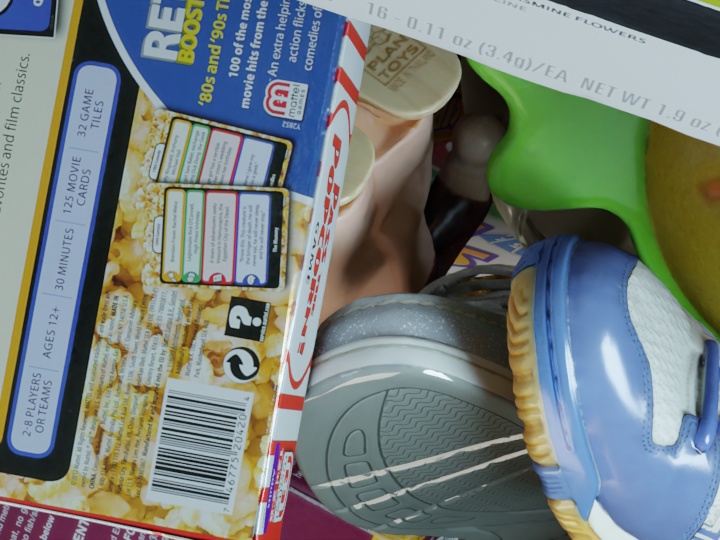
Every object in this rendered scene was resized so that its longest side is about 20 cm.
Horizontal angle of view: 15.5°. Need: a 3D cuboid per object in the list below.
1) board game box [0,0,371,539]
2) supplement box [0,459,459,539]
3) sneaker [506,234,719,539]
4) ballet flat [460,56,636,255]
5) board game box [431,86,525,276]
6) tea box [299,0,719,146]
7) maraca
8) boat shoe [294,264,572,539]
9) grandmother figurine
[{"bbox_3d":[-0.106,-0.023,0.647,0.200,0.152,0.046,11,177,6],"label":"board game box"},{"bbox_3d":[-0.068,0.064,0.899,0.200,0.086,0.110,27,-159,13],"label":"supplement box"},{"bbox_3d":[0.110,0.054,0.691,0.088,0.075,0.200,-12,136,30],"label":"sneaker"},{"bbox_3d":[0.087,-0.007,0.782,0.200,0.069,0.069,47,172,21],"label":"ballet flat"},{"bbox_3d":[0.036,-0.030,0.969,0.096,0.030,0.200,28,163,-28],"label":"board game box"},{"bbox_3d":[0.042,-0.129,0.468,0.200,0.134,0.197,19,162,2],"label":"tea box"},{"bbox_3d":[0.125,-0.036,0.696,0.200,0.137,0.107,27,-165,-13],"label":"maraca"},{"bbox_3d":[0.037,0.036,0.745,0.074,0.065,0.202,-20,158,24],"label":"boat shoe"},{"bbox_3d":[0.000,0.000,0.766,0.061,0.121,0.200,43,159,22],"label":"grandmother figurine"}]
